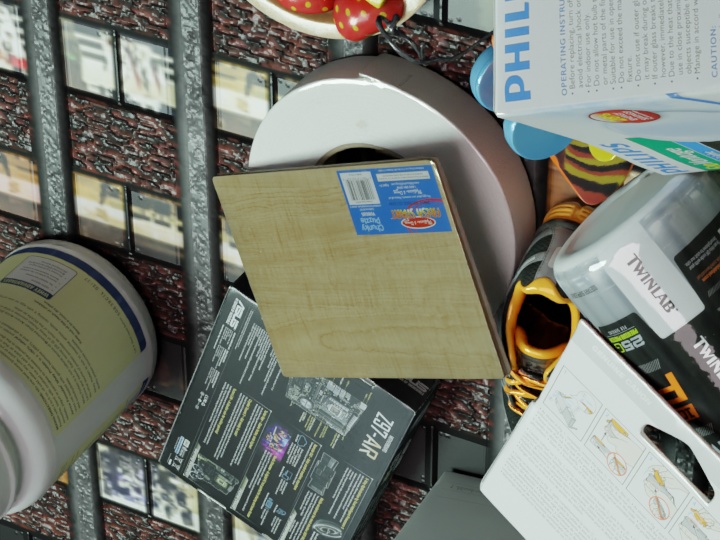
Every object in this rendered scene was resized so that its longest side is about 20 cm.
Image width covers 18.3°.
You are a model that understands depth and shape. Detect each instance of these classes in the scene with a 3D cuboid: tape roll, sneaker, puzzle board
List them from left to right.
[{"bbox_3d":[0.000,0.000,1.453,0.199,0.017,0.152,-2,114,43],"label":"puzzle board"},{"bbox_3d":[0.019,-0.044,1.465,0.201,0.037,0.204,17,127,23],"label":"tape roll"},{"bbox_3d":[0.119,0.054,1.440,0.078,0.077,0.201,16,129,21],"label":"sneaker"}]

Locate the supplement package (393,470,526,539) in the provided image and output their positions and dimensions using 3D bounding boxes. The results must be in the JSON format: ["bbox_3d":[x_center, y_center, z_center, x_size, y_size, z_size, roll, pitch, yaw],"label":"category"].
[{"bbox_3d":[0.072,0.246,1.517,0.116,0.200,0.118,9,125,27],"label":"supplement package"}]

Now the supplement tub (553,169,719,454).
[{"bbox_3d":[0.218,0.036,1.333,0.200,0.123,0.122,50,133,-6],"label":"supplement tub"}]

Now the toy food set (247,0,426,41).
[{"bbox_3d":[-0.035,-0.231,1.364,0.199,0.049,0.199,36,133,7],"label":"toy food set"}]

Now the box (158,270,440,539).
[{"bbox_3d":[-0.048,0.110,1.608,0.160,0.044,0.201,33,132,10],"label":"box"}]

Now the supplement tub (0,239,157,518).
[{"bbox_3d":[-0.254,0.084,1.617,0.144,0.200,0.146,17,128,23],"label":"supplement tub"}]

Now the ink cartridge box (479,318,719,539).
[{"bbox_3d":[0.180,0.145,1.360,0.200,0.045,0.177,46,136,20],"label":"ink cartridge box"}]

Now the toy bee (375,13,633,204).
[{"bbox_3d":[0.116,-0.118,1.291,0.109,0.200,0.131,-43,65,13],"label":"toy bee"}]

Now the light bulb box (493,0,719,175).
[{"bbox_3d":[0.200,-0.132,1.161,0.199,0.198,0.126,-5,80,35],"label":"light bulb box"}]
